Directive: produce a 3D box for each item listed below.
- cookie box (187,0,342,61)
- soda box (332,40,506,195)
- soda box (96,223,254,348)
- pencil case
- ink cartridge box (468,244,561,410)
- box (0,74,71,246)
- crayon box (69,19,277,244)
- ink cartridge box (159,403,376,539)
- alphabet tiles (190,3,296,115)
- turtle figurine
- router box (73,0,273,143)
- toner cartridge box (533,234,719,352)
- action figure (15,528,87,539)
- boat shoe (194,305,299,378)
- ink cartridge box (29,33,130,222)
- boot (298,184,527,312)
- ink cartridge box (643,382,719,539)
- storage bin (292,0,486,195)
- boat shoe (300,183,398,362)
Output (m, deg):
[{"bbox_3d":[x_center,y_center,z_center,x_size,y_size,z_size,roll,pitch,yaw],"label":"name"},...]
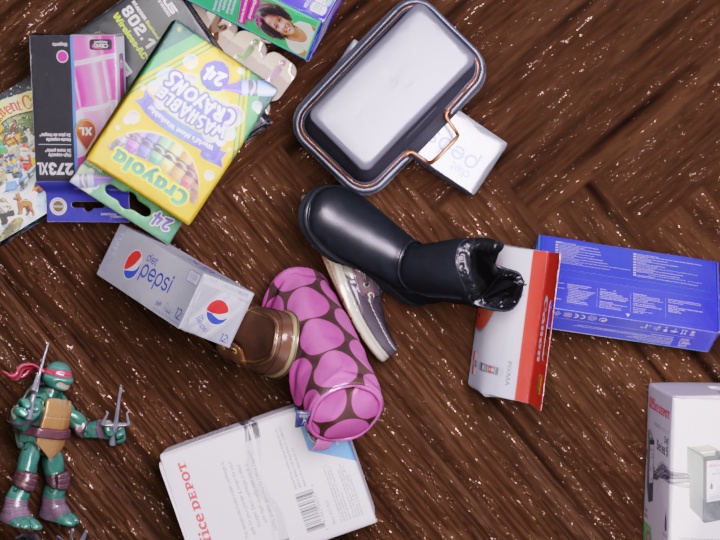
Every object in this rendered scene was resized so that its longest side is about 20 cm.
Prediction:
[{"bbox_3d":[-0.105,-0.337,1.541,0.200,0.075,0.171,26,55,-2],"label":"cookie box"},{"bbox_3d":[0.056,-0.163,1.585,0.200,0.063,0.068,35,90,-1],"label":"soda box"},{"bbox_3d":[-0.194,0.013,1.528,0.068,0.200,0.064,24,91,-37],"label":"soda box"},{"bbox_3d":[-0.047,0.090,1.542,0.091,0.200,0.094,8,126,-25],"label":"pencil case"},{"bbox_3d":[0.157,0.056,1.531,0.050,0.200,0.163,7,91,-3],"label":"ink cartridge box"},{"bbox_3d":[-0.373,-0.119,1.601,0.200,0.038,0.137,-32,92,0],"label":"box"},{"bbox_3d":[-0.192,-0.138,1.507,0.126,0.052,0.200,33,92,-15],"label":"crayon box"},{"bbox_3d":[-0.099,0.230,1.590,0.200,0.084,0.146,-18,91,0],"label":"ink cartridge box"},{"bbox_3d":[-0.174,-0.239,1.608,0.200,0.015,0.196,36,98,-1],"label":"alphabet tiles"},{"bbox_3d":[-0.328,0.174,1.583,0.149,0.101,0.201,9,94,-42],"label":"turtle figurine"},{"bbox_3d":[-0.211,-0.196,1.577,0.150,0.062,0.200,-35,94,6],"label":"router box"},{"bbox_3d":[0.284,0.025,1.590,0.199,0.043,0.095,9,55,-1],"label":"toner cartridge box"},{"bbox_3d":[-0.380,0.342,1.579,0.200,0.119,0.102,-20,82,9],"label":"action figure"},{"bbox_3d":[-0.121,0.069,1.525,0.067,0.200,0.072,12,87,-25],"label":"boat shoe"},{"bbox_3d":[-0.293,-0.148,1.543,0.094,0.037,0.201,1,102,8],"label":"ink cartridge box"},{"bbox_3d":[0.055,-0.024,1.491,0.200,0.168,0.077,37,68,-30],"label":"boot"},{"bbox_3d":[0.355,0.224,1.566,0.084,0.146,0.201,1,91,0],"label":"ink cartridge box"},{"bbox_3d":[0.036,-0.172,1.479,0.146,0.134,0.200,45,92,-2],"label":"storage bin"},{"bbox_3d":[0.000,0.000,1.594,0.065,0.072,0.200,-25,89,1],"label":"boat shoe"}]
